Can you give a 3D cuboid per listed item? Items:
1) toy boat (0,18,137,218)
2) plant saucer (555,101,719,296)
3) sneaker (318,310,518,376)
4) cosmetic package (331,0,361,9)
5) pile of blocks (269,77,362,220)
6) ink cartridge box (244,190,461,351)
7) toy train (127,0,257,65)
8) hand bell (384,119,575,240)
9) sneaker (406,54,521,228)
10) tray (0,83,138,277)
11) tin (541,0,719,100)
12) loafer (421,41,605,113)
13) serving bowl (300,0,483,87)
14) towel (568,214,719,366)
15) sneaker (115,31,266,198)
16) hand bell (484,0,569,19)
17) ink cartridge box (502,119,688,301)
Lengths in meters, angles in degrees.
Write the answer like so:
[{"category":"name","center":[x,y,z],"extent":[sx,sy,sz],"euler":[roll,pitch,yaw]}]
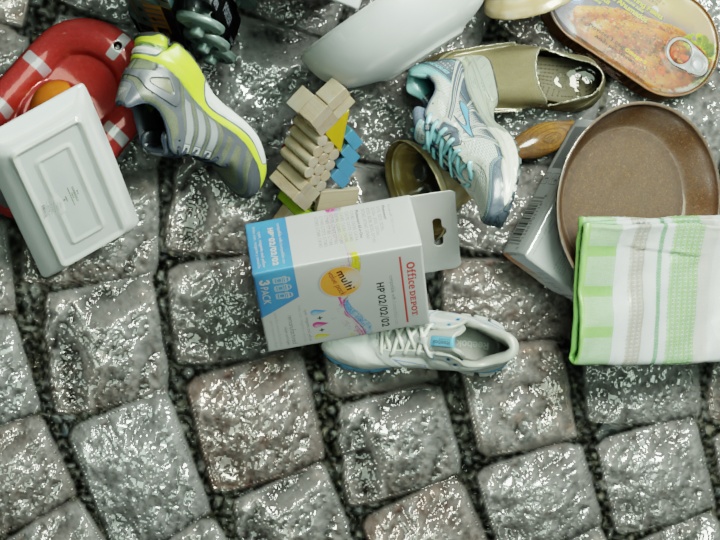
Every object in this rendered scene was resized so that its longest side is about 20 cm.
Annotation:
[{"category":"toy boat","center":[-0.278,-0.143,1.612],"extent":[0.130,0.131,0.200],"euler":[40,78,-7]},{"category":"plant saucer","center":[0.267,-0.066,1.729],"extent":[0.200,0.037,0.201],"euler":[-3,95,-29]},{"category":"sneaker","center":[0.060,0.064,1.696],"extent":[0.200,0.087,0.075],"euler":[2,87,-11]},{"category":"cosmetic package","center":[-0.047,-0.297,1.637],"extent":[0.101,0.200,0.071],"euler":[19,98,-10]},{"category":"pile of blocks","center":[-0.047,-0.096,1.677],"extent":[0.082,0.062,0.200],"euler":[-3,122,-36]},{"category":"ink cartridge box","center":[0.000,0.000,1.647],"extent":[0.200,0.115,0.068],"euler":[-11,48,-1]},{"category":"toy train","center":[-0.164,-0.251,1.620],"extent":[0.114,0.200,0.085],"euler":[19,84,4]},{"category":"hand bell","center":[0.135,-0.111,1.737],"extent":[0.200,0.104,0.104],"euler":[-22,91,-25]},{"category":"sneaker","center":[0.090,-0.118,1.639],"extent":[0.086,0.078,0.200],"euler":[-1,49,-17]},{"category":"tray","center":[-0.266,-0.073,1.590],"extent":[0.107,0.200,0.022],"euler":[-30,54,-13]},{"category":"tin","center":[0.274,-0.254,1.794],"extent":[0.200,0.042,0.112],"euler":[33,82,-7]},{"category":"loafer","center":[0.154,-0.194,1.746],"extent":[0.200,0.067,0.076],"euler":[-5,84,-15]},{"category":"serving bowl","center":[0.043,-0.229,1.655],"extent":[0.200,0.200,0.066],"euler":[-33,92,-13]},{"category":"towel","center":[0.296,0.020,1.716],"extent":[0.200,0.031,0.150],"euler":[-1,95,-28]},{"category":"sneaker","center":[-0.163,-0.129,1.635],"extent":[0.200,0.074,0.081],"euler":[49,62,-36]},{"category":"hand bell","center":[0.140,-0.352,1.673],"extent":[0.104,0.104,0.200],"euler":[-28,118,-13]},{"category":"ink cartridge box","center":[0.258,-0.035,1.775],"extent":[0.200,0.050,0.162],"euler":[35,78,-29]}]
